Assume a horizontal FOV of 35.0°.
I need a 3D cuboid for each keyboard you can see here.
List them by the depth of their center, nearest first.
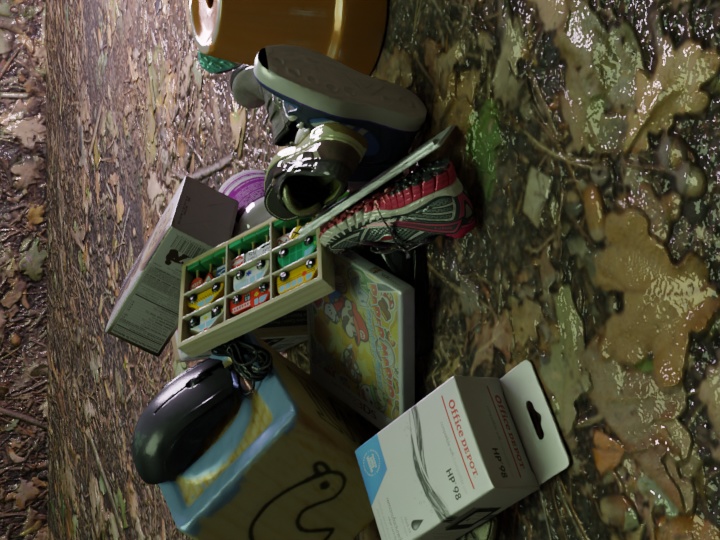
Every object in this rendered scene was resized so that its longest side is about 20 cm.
[{"bbox_3d":[0.014,-0.090,1.183,0.200,0.056,0.011,-31,97,32],"label":"keyboard"}]

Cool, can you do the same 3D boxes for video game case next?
[{"bbox_3d":[-0.003,0.074,1.293,0.182,0.023,0.201,31,132,45],"label":"video game case"}]

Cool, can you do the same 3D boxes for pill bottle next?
[{"bbox_3d":[-0.117,-0.055,1.477,0.200,0.112,0.113,-138,48,-63],"label":"pill bottle"}]

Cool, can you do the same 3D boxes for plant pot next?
[{"bbox_3d":[-0.093,-0.310,1.313,0.200,0.183,0.201,175,90,-65],"label":"plant pot"}]

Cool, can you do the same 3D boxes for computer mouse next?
[{"bbox_3d":[-0.197,0.146,1.284,0.200,0.053,0.138,-54,39,-6],"label":"computer mouse"}]

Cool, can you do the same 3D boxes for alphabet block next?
[{"bbox_3d":[-0.108,0.223,1.339,0.195,0.200,0.196,-45,38,5],"label":"alphabet block"}]

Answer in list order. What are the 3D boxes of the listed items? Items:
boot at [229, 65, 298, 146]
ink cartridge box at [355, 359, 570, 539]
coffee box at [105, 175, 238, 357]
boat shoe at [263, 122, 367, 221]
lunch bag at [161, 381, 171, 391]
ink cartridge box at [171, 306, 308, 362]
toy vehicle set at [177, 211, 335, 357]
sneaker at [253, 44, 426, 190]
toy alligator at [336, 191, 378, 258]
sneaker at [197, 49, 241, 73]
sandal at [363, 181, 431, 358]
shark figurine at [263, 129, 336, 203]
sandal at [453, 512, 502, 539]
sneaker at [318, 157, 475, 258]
[{"bbox_3d":[-0.117,-0.222,1.514,0.200,0.067,0.131,-33,62,60],"label":"boot"},{"bbox_3d":[0.090,0.176,1.075,0.200,0.067,0.116,-43,53,37],"label":"ink cartridge box"},{"bbox_3d":[-0.237,-0.003,1.440,0.200,0.080,0.113,-52,19,33],"label":"coffee box"},{"bbox_3d":[-0.059,-0.088,1.185,0.201,0.072,0.066,-32,31,59],"label":"boat shoe"},{"bbox_3d":[-0.189,0.225,1.593,0.077,0.199,0.161,-142,50,-60],"label":"lunch bag"},{"bbox_3d":[-0.151,0.067,1.526,0.200,0.164,0.075,151,112,-64],"label":"ink cartridge box"},{"bbox_3d":[-0.119,0.007,1.288,0.200,0.027,0.125,-26,45,22],"label":"toy vehicle set"},{"bbox_3d":[-0.042,-0.144,1.206,0.147,0.199,0.081,-55,32,38],"label":"sneaker"},{"bbox_3d":[0.000,0.000,1.329,0.059,0.054,0.201,12,115,38],"label":"toy alligator"},{"bbox_3d":[-0.137,-0.320,1.464,0.078,0.200,0.091,37,161,0],"label":"sneaker"},{"bbox_3d":[0.037,-0.003,1.248,0.075,0.048,0.201,152,110,-63],"label":"sandal"},{"bbox_3d":[-0.040,-0.151,1.362,0.128,0.089,0.215,31,138,20],"label":"shark figurine"},{"bbox_3d":[0.084,0.223,1.173,0.200,0.054,0.082,17,97,55],"label":"sandal"},{"bbox_3d":[0.032,-0.046,1.173,0.200,0.081,0.075,-19,107,50],"label":"sneaker"}]
